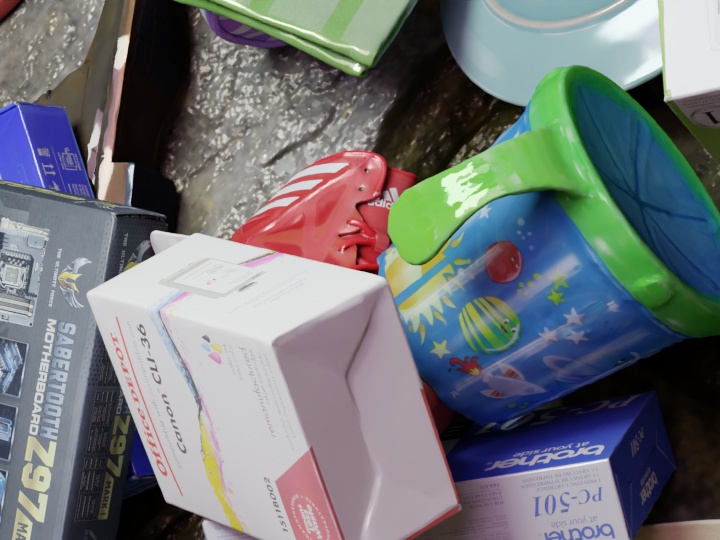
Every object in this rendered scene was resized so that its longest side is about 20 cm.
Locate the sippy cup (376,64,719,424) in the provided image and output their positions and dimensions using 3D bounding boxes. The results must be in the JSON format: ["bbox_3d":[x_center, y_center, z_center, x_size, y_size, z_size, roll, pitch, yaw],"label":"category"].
[{"bbox_3d":[0.082,-0.002,1.347,0.130,0.178,0.140,-35,24,21],"label":"sippy cup"}]

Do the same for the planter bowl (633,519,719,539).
[{"bbox_3d":[0.094,0.195,1.284,0.200,0.200,0.135,-10,94,22],"label":"planter bowl"}]

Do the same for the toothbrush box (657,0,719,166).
[{"bbox_3d":[0.228,-0.087,1.308,0.146,0.200,0.086,-11,67,21],"label":"toothbrush box"}]

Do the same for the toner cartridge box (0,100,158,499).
[{"bbox_3d":[-0.166,0.025,1.505,0.095,0.043,0.200,-25,77,29],"label":"toner cartridge box"}]

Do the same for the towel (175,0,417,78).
[{"bbox_3d":[-0.012,-0.194,1.502,0.149,0.031,0.200,23,62,16],"label":"towel"}]

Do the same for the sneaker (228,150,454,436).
[{"bbox_3d":[0.000,0.000,1.435,0.116,0.078,0.200,-54,41,-6],"label":"sneaker"}]

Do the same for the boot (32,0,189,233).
[{"bbox_3d":[-0.147,-0.090,1.563,0.097,0.075,0.200,-4,71,21],"label":"boot"}]

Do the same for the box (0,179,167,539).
[{"bbox_3d":[-0.184,0.056,1.461,0.158,0.051,0.200,11,95,30],"label":"box"}]

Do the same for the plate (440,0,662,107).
[{"bbox_3d":[0.118,-0.170,1.466,0.200,0.026,0.200,-21,50,27],"label":"plate"}]

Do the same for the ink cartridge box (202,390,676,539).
[{"bbox_3d":[0.037,0.105,1.384,0.200,0.094,0.044,-10,103,22],"label":"ink cartridge box"}]

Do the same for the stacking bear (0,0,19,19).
[{"bbox_3d":[-0.250,-0.225,1.590,0.114,0.200,0.121,-36,59,9],"label":"stacking bear"}]

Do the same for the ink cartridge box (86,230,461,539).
[{"bbox_3d":[-0.051,0.054,1.345,0.067,0.117,0.200,-29,22,-27],"label":"ink cartridge box"}]

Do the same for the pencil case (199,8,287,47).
[{"bbox_3d":[-0.070,-0.209,1.565,0.086,0.084,0.200,-46,55,32],"label":"pencil case"}]
